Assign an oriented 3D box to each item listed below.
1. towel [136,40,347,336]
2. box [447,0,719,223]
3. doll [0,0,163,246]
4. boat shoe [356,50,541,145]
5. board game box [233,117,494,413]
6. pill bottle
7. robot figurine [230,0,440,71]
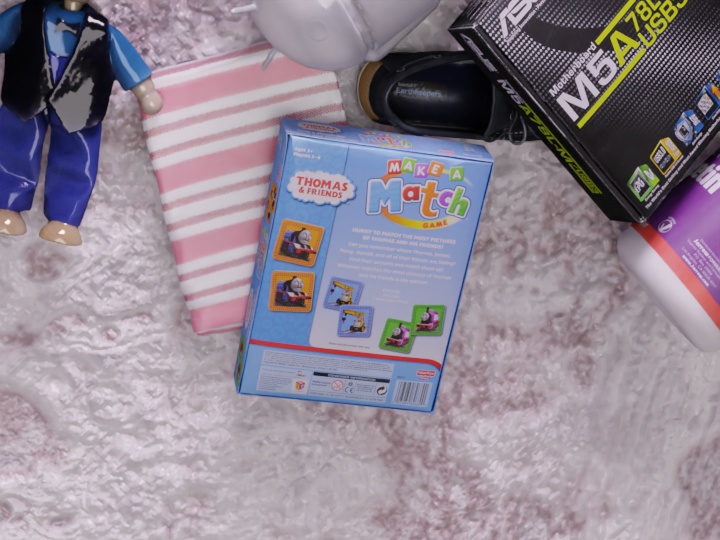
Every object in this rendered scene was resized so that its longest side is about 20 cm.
[{"bbox_3d":[-0.072,-0.061,1.234,0.145,0.030,0.202,-14,107,-5],"label":"towel"},{"bbox_3d":[0.188,-0.170,1.204,0.200,0.047,0.193,-48,113,-13],"label":"box"},{"bbox_3d":[-0.202,-0.122,1.177,0.135,0.048,0.203,10,102,-2],"label":"doll"},{"bbox_3d":[0.097,-0.124,1.224,0.197,0.062,0.076,0,106,-12],"label":"boat shoe"},{"bbox_3d":[0.000,0.000,1.224,0.149,0.037,0.202,7,114,-14],"label":"board game box"},{"bbox_3d":[0.292,-0.042,1.258,0.200,0.113,0.113,-41,110,4],"label":"pill bottle"},{"bbox_3d":[0.003,-0.211,1.144,0.199,0.113,0.170,-38,138,-5],"label":"robot figurine"}]
